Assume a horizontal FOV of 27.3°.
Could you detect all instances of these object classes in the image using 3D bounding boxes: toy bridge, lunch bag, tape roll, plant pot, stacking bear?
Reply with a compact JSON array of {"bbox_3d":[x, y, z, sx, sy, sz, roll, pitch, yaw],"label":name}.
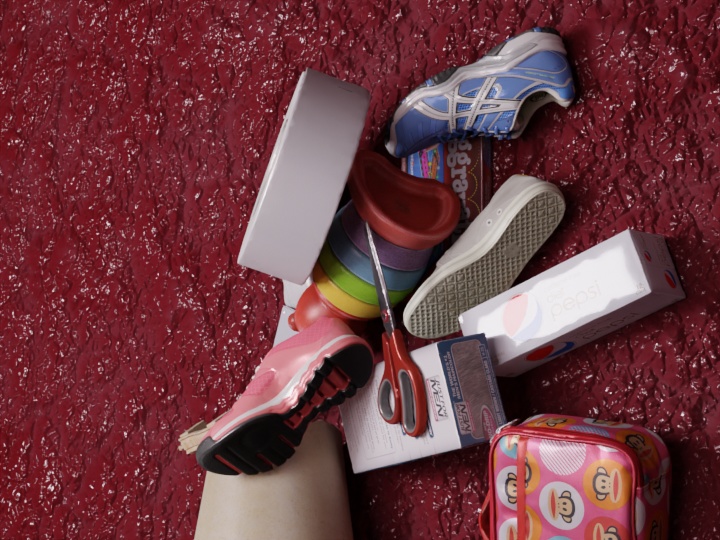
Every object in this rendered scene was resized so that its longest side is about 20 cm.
[{"bbox_3d":[-0.138,0.163,1.599,0.200,0.067,0.027,-31,92,42],"label":"toy bridge"},{"bbox_3d":[0.183,0.228,1.312,0.176,0.082,0.200,4,101,36],"label":"lunch bag"},{"bbox_3d":[-0.056,-0.090,1.443,0.071,0.202,0.203,19,90,-5],"label":"tape roll"},{"bbox_3d":[-0.085,0.249,1.499,0.200,0.200,0.184,-17,62,37],"label":"plant pot"},{"bbox_3d":[0.000,0.000,1.476,0.200,0.121,0.114,-57,17,34],"label":"stacking bear"}]

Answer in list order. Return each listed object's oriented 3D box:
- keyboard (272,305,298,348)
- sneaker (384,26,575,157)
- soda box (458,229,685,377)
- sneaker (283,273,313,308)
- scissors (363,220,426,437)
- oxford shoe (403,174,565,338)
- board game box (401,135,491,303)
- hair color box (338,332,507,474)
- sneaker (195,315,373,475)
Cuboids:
[{"bbox_3d":[-0.088,0.141,1.605,0.056,0.011,0.200,26,106,45],"label":"keyboard"},{"bbox_3d":[0.114,-0.158,1.429,0.200,0.076,0.077,-28,74,16],"label":"sneaker"},{"bbox_3d":[0.191,0.033,1.360,0.200,0.068,0.064,-30,67,34],"label":"soda box"},{"bbox_3d":[-0.069,-0.056,1.593,0.088,0.075,0.200,-13,76,50],"label":"sneaker"},{"bbox_3d":[0.032,0.053,1.367,0.073,0.014,0.200,3,99,60],"label":"scissors"},{"bbox_3d":[0.116,-0.014,1.423,0.200,0.075,0.058,-49,36,14],"label":"oxford shoe"},{"bbox_3d":[0.086,-0.070,1.495,0.103,0.019,0.200,-6,80,38],"label":"board game box"},{"bbox_3d":[0.054,0.130,1.416,0.200,0.060,0.100,-25,76,58],"label":"hair color box"},{"bbox_3d":[-0.078,0.121,1.439,0.200,0.074,0.087,-38,39,2],"label":"sneaker"}]
